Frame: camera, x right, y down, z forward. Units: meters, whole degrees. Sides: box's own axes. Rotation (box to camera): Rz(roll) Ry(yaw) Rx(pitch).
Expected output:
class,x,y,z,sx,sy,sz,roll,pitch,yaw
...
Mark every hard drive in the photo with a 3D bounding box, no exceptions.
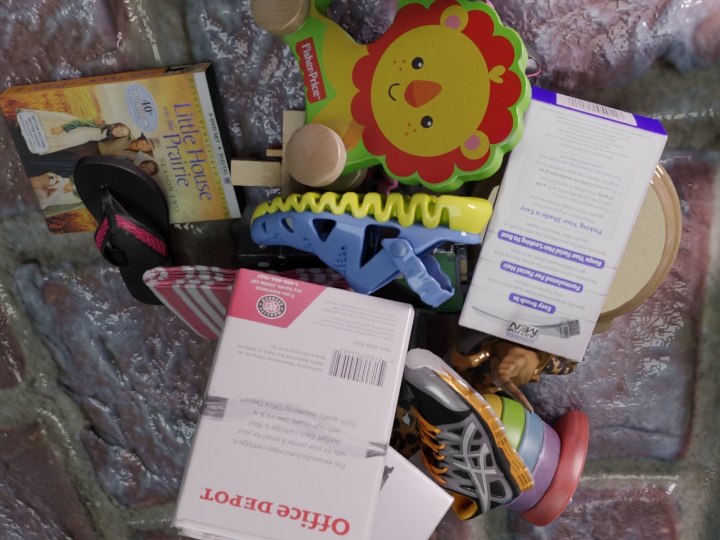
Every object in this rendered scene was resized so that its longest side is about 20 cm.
class,x,y,z,sx,sy,sz,roll,pitch,yaw
hard drive,0.000,0.000,0.756,0.199,0.038,0.140,0,155,9

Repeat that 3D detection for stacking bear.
class,x,y,z,sx,sy,sz,roll,pitch,yaw
stacking bear,0.118,0.170,0.842,0.199,0.114,0.122,28,120,-4

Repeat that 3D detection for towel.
class,x,y,z,sx,sy,sz,roll,pitch,yaw
towel,-0.085,0.034,0.767,0.199,0.030,0.147,2,155,12

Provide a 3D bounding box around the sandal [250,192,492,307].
class,x,y,z,sx,sy,sz,roll,pitch,yaw
sandal,0.002,-0.019,0.646,0.199,0.079,0.088,5,96,22

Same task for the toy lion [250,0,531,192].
class,x,y,z,sx,sy,sz,roll,pitch,yaw
toy lion,0.028,-0.153,0.625,0.191,0.069,0.201,-17,82,19

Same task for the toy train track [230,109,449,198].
class,x,y,z,sx,sy,sz,roll,pitch,yaw
toy train track,-0.017,-0.088,0.749,0.199,0.033,0.115,3,108,-1

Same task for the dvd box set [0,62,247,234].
class,x,y,z,sx,sy,sz,roll,pitch,yaw
dvd box set,-0.218,-0.109,0.761,0.199,0.029,0.147,-4,122,9

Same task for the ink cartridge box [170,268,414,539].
class,x,y,z,sx,sy,sz,roll,pitch,yaw
ink cartridge box,-0.048,0.117,0.639,0.145,0.201,0.085,12,163,1

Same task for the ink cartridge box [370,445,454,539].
class,x,y,z,sx,sy,sz,roll,pitch,yaw
ink cartridge box,-0.027,0.179,0.743,0.200,0.086,0.148,37,163,7

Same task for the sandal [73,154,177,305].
class,x,y,z,sx,sy,sz,roll,pitch,yaw
sandal,-0.213,-0.025,0.771,0.075,0.045,0.201,-1,137,7

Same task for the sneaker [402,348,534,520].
class,x,y,z,sx,sy,sz,roll,pitch,yaw
sneaker,0.084,0.149,0.713,0.077,0.078,0.200,-36,120,-4

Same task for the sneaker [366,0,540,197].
class,x,y,z,sx,sy,sz,roll,pitch,yaw
sneaker,0.079,-0.119,0.690,0.095,0.079,0.201,23,112,-24

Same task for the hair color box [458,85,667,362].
class,x,y,z,sx,sy,sz,roll,pitch,yaw
hair color box,0.160,-0.036,0.669,0.109,0.065,0.201,17,113,7

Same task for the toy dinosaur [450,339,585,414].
class,x,y,z,sx,sy,sz,roll,pitch,yaw
toy dinosaur,0.129,0.079,0.697,0.106,0.200,0.061,-20,86,34

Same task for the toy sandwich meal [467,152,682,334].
class,x,y,z,sx,sy,sz,roll,pitch,yaw
toy sandwich meal,0.190,-0.036,0.736,0.204,0.070,0.206,5,112,13

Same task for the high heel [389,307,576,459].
class,x,y,z,sx,sy,sz,roll,pitch,yaw
high heel,0.114,0.124,0.790,0.199,0.071,0.144,13,83,-18
